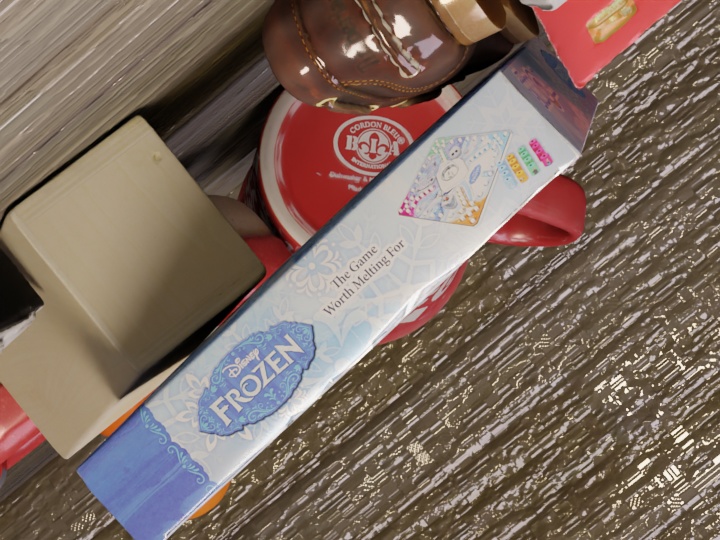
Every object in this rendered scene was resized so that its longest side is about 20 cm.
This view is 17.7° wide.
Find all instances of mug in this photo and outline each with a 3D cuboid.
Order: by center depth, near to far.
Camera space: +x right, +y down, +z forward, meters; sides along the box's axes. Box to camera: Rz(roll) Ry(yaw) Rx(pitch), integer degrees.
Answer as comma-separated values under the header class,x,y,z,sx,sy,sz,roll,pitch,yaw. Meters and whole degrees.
class,x,y,z,sx,sy,sz,roll,pitch,yaw
mug,0.019,-0.048,1.185,0.177,0.134,0.200,-26,173,-5

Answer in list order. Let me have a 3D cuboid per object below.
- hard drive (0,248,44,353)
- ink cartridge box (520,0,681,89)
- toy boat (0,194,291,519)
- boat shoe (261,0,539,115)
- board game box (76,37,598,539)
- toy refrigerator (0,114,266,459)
class,x,y,z,sx,sy,sz,roll,pitch,yaw
hard drive,-0.209,0.073,0.791,0.200,0.038,0.140,-39,179,15
ink cartridge box,0.115,-0.137,0.734,0.161,0.050,0.200,-40,150,1
toy boat,-0.107,0.058,1.080,0.200,0.131,0.131,-38,179,-8
boat shoe,0.013,-0.091,0.769,0.070,0.071,0.200,-31,179,13
board game box,0.000,0.000,0.850,0.199,0.043,0.200,-42,-179,11
toy refrigerator,-0.100,0.011,0.910,0.070,0.076,0.200,-39,178,-20
